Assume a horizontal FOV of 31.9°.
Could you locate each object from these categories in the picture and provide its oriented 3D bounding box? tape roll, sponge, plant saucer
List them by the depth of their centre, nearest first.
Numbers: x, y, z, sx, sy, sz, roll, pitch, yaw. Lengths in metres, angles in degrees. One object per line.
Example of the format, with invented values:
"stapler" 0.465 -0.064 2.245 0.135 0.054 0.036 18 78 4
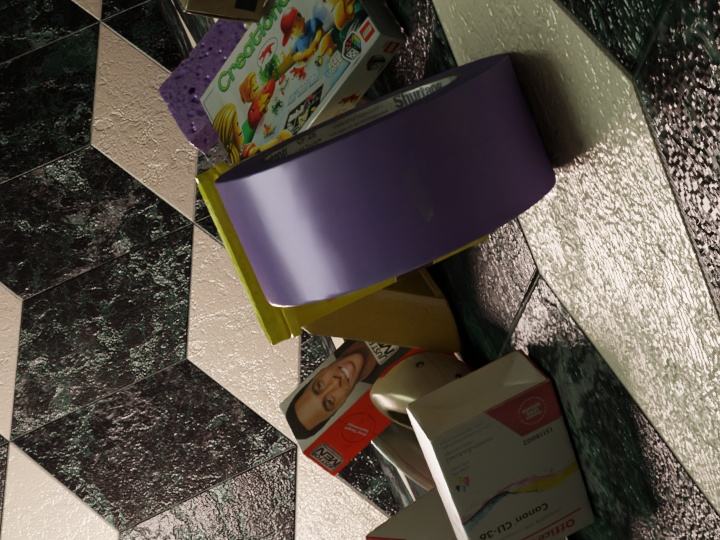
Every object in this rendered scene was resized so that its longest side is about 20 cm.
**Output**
"tape roll" 0.015 -0.058 0.788 0.085 0.199 0.200 66 173 -11
"sponge" -0.115 -0.221 1.253 0.030 0.200 0.112 35 -167 -41
"plant saucer" 0.000 0.000 1.342 0.049 0.199 0.200 -62 36 25
"plant saucer" 0.089 0.203 1.512 0.200 0.050 0.200 33 -167 -8

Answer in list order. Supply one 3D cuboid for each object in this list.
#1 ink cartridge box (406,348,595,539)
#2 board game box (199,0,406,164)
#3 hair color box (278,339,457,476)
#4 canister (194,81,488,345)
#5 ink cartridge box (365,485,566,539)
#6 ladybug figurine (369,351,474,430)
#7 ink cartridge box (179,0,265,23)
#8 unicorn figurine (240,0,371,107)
"ink cartridge box" 0.130 0.185 1.101 0.201 0.116 0.068 68 172 -28
"board game box" -0.054 -0.170 1.077 0.200 0.035 0.127 -49 56 32
"hair color box" 0.007 0.130 1.455 0.061 0.200 0.102 41 -173 -34
"canister" -0.012 -0.049 1.010 0.149 0.199 0.087 67 173 -17
"ink cartridge box" 0.131 0.331 1.300 0.145 0.144 0.201 -13 102 55
"ladybug figurine" 0.080 0.133 1.340 0.200 0.135 0.072 86 -158 -76
"ink cartridge box" -0.126 -0.331 1.112 0.200 0.075 0.165 -124 45 -53
"unicorn figurine" -0.036 -0.168 1.182 0.074 0.137 0.201 -104 8 -65
